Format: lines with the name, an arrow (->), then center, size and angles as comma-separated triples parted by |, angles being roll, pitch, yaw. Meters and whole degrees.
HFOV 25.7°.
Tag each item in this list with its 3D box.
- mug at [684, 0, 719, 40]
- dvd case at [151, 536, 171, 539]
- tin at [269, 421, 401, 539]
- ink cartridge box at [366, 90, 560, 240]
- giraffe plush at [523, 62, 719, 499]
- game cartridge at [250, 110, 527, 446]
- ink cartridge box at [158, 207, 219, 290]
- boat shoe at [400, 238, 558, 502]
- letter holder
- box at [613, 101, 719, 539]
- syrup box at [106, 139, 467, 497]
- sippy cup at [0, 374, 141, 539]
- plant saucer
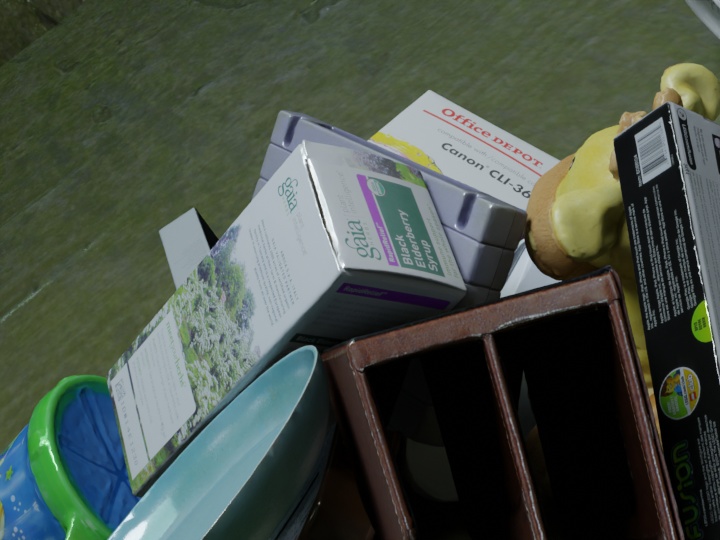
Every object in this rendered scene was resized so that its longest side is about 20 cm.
mug -> 0.294, -0.225, 1.044 | 0.175, 0.148, 0.200 | -41, -7, 5
dvd case -> -0.034, 0.196, 0.702 | 0.018, 0.143, 0.200 | -3, -1, -40
tin -> -0.017, 0.118, 0.869 | 0.200, 0.042, 0.112 | -75, 10, -56
ink cartridge box -> 0.052, -0.039, 0.988 | 0.116, 0.068, 0.200 | 31, 46, 17
giraffe plush -> 0.143, 0.001, 0.768 | 0.200, 0.162, 0.173 | -24, 26, 27
game cartridge -> 0.000, 0.000, 0.839 | 0.200, 0.038, 0.130 | 30, 109, 51
ink cartridge box -> -0.094, 0.030, 1.120 | 0.039, 0.100, 0.200 | -33, 24, 2
boat shoe -> 0.078, 0.048, 0.894 | 0.200, 0.072, 0.068 | -59, 10, -24
letter holder -> 0.053, 0.086, 0.643 | 0.100, 0.143, 0.200 | -15, -3, -5
box -> 0.163, 0.038, 0.632 | 0.035, 0.110, 0.201 | -35, 48, 43
syrup box -> -0.042, 0.033, 0.793 | 0.200, 0.081, 0.079 | -46, 48, 34
sippy cup -> -0.186, 0.156, 0.988 | 0.130, 0.140, 0.178 | -38, -18, 22
plant saucer -> -0.076, 0.116, 0.668 | 0.200, 0.027, 0.200 | -48, 8, 9
